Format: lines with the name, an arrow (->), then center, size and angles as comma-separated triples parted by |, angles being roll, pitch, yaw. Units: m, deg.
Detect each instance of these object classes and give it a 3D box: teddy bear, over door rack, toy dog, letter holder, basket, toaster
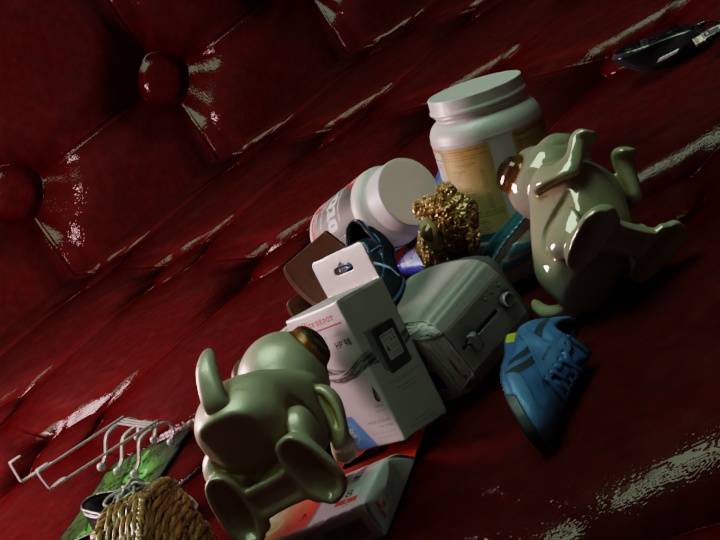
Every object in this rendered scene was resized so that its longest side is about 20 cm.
teddy bear -> 0.095, -0.029, 1.762 | 0.066, 0.146, 0.200 | -2, -4, -8
over door rack -> -0.366, 0.261, 1.993 | 0.199, 0.067, 0.147 | -20, 6, -29
toy dog -> 0.232, -0.063, 1.564 | 0.195, 0.138, 0.201 | -66, 33, 37
letter holder -> -0.036, 0.056, 1.827 | 0.142, 0.101, 0.200 | -39, 29, -8
toy dog -> -0.092, 0.141, 1.435 | 0.139, 0.194, 0.200 | -40, 12, 24
basket -> -0.239, 0.317, 1.474 | 0.148, 0.143, 0.200 | -30, 16, 12
toaster -> 0.084, 0.070, 1.592 | 0.129, 0.114, 0.199 | -47, 18, -31

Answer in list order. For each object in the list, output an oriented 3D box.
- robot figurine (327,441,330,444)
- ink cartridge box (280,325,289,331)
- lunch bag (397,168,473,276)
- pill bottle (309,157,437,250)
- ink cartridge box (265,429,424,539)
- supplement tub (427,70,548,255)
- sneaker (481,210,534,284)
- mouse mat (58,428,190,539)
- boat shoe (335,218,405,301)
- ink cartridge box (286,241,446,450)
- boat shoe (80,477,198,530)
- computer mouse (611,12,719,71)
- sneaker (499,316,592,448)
robot figurine -> -0.076, 0.160, 1.655 | 0.200, 0.113, 0.169 | -45, 20, -31
ink cartridge box -> -0.060, 0.072, 2.011 | 0.199, 0.045, 0.176 | -37, 17, -7
lunch bag -> 0.137, -0.063, 1.961 | 0.150, 0.094, 0.201 | -11, 42, 59
pill bottle -> 0.020, -0.075, 1.989 | 0.114, 0.114, 0.200 | -45, 6, -32
ink cartridge box -> -0.024, 0.221, 1.489 | 0.161, 0.050, 0.200 | -26, 21, 27
supplement tub -> 0.169, -0.134, 1.803 | 0.143, 0.202, 0.145 | -17, 14, 4
sneaker -> 0.202, -0.026, 1.709 | 0.200, 0.081, 0.077 | -51, 11, 20
mouse mat -> -0.321, 0.294, 1.969 | 0.160, 0.008, 0.200 | -27, 19, 28
boat shoe -> 0.000, 0.000, 1.670 | 0.084, 0.069, 0.200 | -41, 17, 7
ink cartridge box -> -0.004, 0.083, 1.526 | 0.066, 0.201, 0.116 | -28, 3, -33
boat shoe -> -0.276, 0.289, 1.772 | 0.199, 0.068, 0.074 | -14, 26, 51
computer mouse -> 0.465, -0.321, 2.085 | 0.199, 0.046, 0.141 | -20, 14, 9
sneaker -> 0.182, 0.097, 1.396 | 0.078, 0.066, 0.200 | -26, 17, 17
